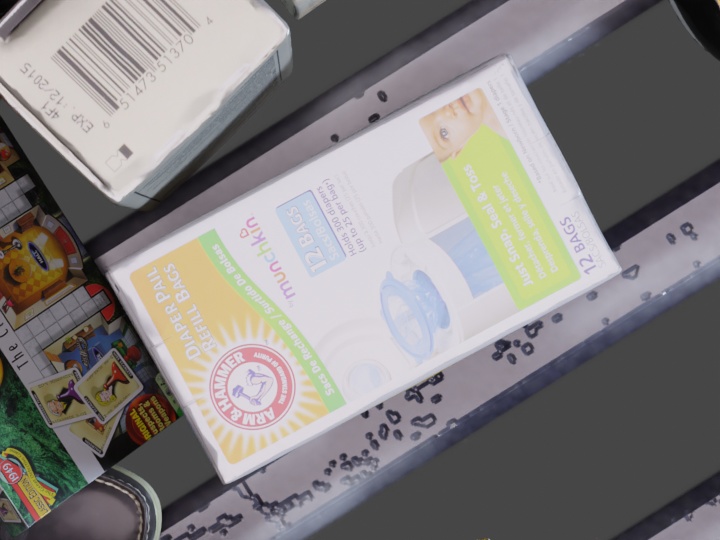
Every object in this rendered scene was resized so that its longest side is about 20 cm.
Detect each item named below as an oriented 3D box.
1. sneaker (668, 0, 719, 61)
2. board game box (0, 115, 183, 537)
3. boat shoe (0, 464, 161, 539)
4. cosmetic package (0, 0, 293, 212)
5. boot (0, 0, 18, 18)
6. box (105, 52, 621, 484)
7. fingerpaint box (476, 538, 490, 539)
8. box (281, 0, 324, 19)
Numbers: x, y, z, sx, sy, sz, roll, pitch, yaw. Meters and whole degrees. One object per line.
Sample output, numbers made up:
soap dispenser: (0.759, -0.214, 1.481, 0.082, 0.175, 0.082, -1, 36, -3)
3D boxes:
sneaker: (0.168, -0.188, 1.127, 0.070, 0.090, 0.200, -7, 91, -1)
board game box: (-0.169, 0.008, 1.117, 0.105, 0.023, 0.200, -37, 97, -33)
boat shoe: (-0.191, 0.112, 1.134, 0.200, 0.065, 0.073, 3, 89, -3)
cosmetic package: (-0.092, -0.089, 1.067, 0.087, 0.200, 0.103, 44, 88, -1)
boot: (-0.221, -0.201, 1.134, 0.165, 0.066, 0.200, -32, 87, -3)
box: (0.000, 0.000, 1.120, 0.200, 0.101, 0.113, -28, 91, -1)
fingerpaint box: (-0.011, 0.178, 1.073, 0.167, 0.200, 0.073, -10, 92, -2)
box: (0.026, -0.208, 1.129, 0.200, 0.078, 0.095, -34, 92, -1)
